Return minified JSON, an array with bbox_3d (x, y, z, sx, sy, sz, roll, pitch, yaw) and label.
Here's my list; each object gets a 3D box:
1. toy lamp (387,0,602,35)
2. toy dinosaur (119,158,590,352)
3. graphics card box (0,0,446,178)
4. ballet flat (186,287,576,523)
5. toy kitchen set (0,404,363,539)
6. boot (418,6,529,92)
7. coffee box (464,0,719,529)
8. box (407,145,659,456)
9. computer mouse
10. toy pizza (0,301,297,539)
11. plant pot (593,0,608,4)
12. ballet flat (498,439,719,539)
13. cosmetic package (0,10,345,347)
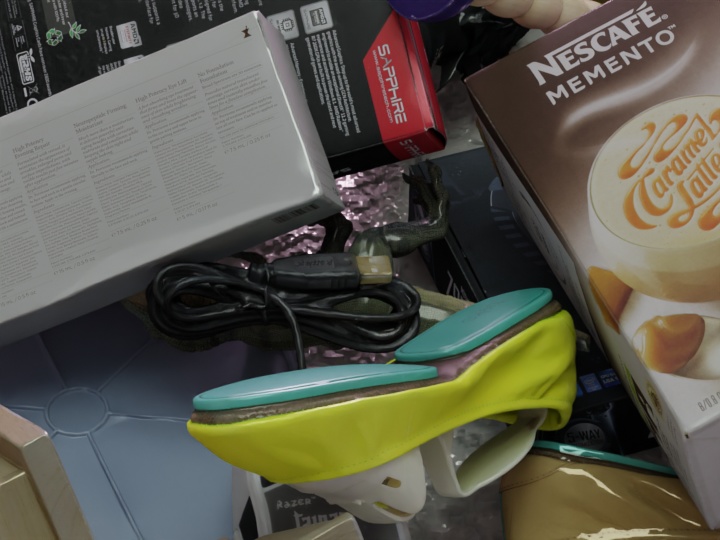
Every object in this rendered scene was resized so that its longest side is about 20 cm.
[{"bbox_3d":[0.096,-0.109,0.973,0.200,0.058,0.058,17,30,-45],"label":"toy lamp"},{"bbox_3d":[0.000,0.000,0.962,0.200,0.047,0.088,1,55,8],"label":"toy dinosaur"},{"bbox_3d":[-0.073,-0.088,0.968,0.200,0.051,0.126,-16,81,9],"label":"graphics card box"},{"bbox_3d":[0.019,0.057,0.839,0.067,0.067,0.200,-4,8,41],"label":"ballet flat"},{"bbox_3d":[-0.098,0.131,0.834,0.163,0.200,0.180,-27,17,-20],"label":"toy kitchen set"},{"bbox_3d":[-0.010,-0.156,1.073,0.198,0.073,0.162,40,28,11],"label":"boot"},{"bbox_3d":[0.136,-0.015,0.894,0.114,0.080,0.200,-28,52,-1],"label":"coffee box"},{"bbox_3d":[0.140,-0.003,1.010,0.200,0.044,0.160,-14,49,-13],"label":"box"},{"bbox_3d":[-0.020,0.091,0.888,0.110,0.044,0.200,-4,75,-16],"label":"computer mouse"},{"bbox_3d":[-0.119,0.069,0.950,0.200,0.032,0.200,1,46,-1],"label":"toy pizza"},{"bbox_3d":[0.136,-0.243,1.145,0.194,0.196,0.200,-34,65,-28],"label":"plant pot"},{"bbox_3d":[0.154,0.111,0.904,0.200,0.069,0.063,6,75,8],"label":"ballet flat"},{"bbox_3d":[-0.114,-0.028,0.919,0.200,0.051,0.083,-21,81,9],"label":"cosmetic package"}]
